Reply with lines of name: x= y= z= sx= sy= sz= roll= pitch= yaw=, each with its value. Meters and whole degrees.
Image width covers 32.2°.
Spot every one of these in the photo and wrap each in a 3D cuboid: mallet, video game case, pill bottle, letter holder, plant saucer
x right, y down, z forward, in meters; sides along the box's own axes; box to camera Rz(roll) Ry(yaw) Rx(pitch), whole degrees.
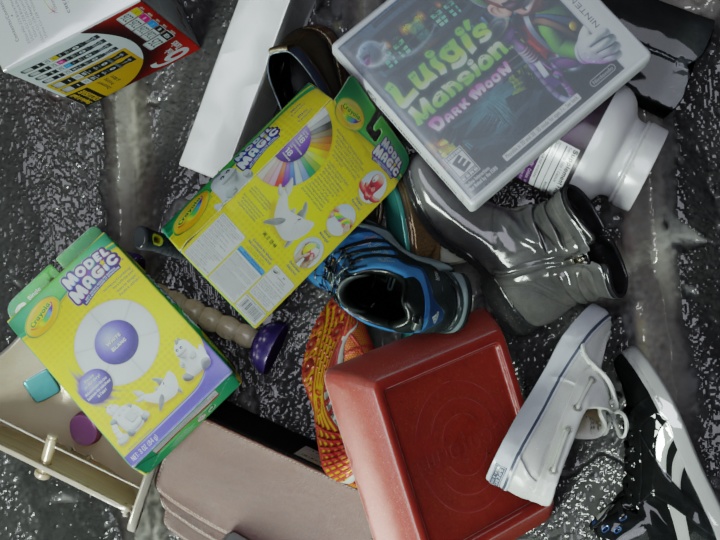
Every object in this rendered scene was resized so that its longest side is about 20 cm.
mallet: x=-0.126 y=-0.001 z=1.084 sx=0.041 sy=0.199 sz=0.067 roll=-6 pitch=85 yaw=31
video game case: x=0.107 y=-0.179 z=1.028 sx=0.199 sy=0.023 sz=0.182 roll=-39 pitch=78 yaw=-7
pill bottle: x=0.161 y=-0.131 z=1.084 sx=0.198 sy=0.112 sz=0.113 roll=27 pitch=92 yaw=8
letter holder: x=-0.084 y=0.221 z=1.118 sx=0.198 sy=0.101 sz=0.144 roll=23 pitch=94 yaw=8
plant saucer: x=0.080 y=0.150 z=1.055 sx=0.037 sy=0.198 sz=0.203 roll=-15 pitch=92 yaw=51

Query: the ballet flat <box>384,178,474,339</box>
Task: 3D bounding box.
ballet flat: x=0.066 y=0.016 z=1.124 sx=0.071 sy=0.068 sz=0.203 roll=-6 pitch=88 yaw=-12

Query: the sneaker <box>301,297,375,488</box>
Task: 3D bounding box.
sneaker: x=-0.004 y=0.108 z=1.102 sx=0.073 sy=0.077 sz=0.202 roll=-39 pitch=43 yaw=35

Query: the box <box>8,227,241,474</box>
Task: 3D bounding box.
box: x=-0.210 y=0.060 z=1.071 sx=0.117 sy=0.048 sz=0.200 roll=-44 pitch=72 yaw=-8

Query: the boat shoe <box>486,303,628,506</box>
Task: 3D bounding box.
boat shoe: x=0.187 y=0.117 z=1.054 sx=0.085 sy=0.075 sz=0.202 roll=28 pitch=51 yaw=13

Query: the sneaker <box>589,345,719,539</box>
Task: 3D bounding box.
sneaker: x=0.239 y=0.177 z=1.084 sx=0.111 sy=0.073 sz=0.202 roll=-25 pitch=87 yaw=5

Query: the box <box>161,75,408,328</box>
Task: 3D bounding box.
box: x=-0.056 y=-0.063 z=1.037 sx=0.200 sy=0.118 sz=0.048 roll=-43 pitch=42 yaw=-4

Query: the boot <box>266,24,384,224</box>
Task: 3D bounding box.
boot: x=-0.037 y=-0.115 z=1.107 sx=0.074 sy=0.097 sz=0.202 roll=-15 pitch=98 yaw=22

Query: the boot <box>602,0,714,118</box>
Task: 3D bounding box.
boot: x=0.221 y=-0.250 z=1.101 sx=0.198 sy=0.066 sz=0.166 roll=27 pitch=101 yaw=11

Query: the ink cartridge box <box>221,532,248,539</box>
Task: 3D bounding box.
ink cartridge box: x=-0.095 y=0.350 z=1.079 sx=0.144 sy=0.083 sz=0.202 roll=27 pitch=122 yaw=8

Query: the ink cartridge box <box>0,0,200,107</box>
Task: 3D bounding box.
ink cartridge box: x=-0.256 y=-0.213 z=1.102 sx=0.174 sy=0.200 sz=0.085 roll=-25 pitch=86 yaw=6

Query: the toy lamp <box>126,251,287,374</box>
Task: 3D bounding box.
toy lamp: x=-0.167 y=0.034 z=1.156 sx=0.198 sy=0.058 sz=0.059 roll=25 pitch=92 yaw=8

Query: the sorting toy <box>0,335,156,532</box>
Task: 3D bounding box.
sorting toy: x=-0.243 y=0.105 z=1.130 sx=0.198 sy=0.107 sz=0.182 roll=23 pitch=97 yaw=11

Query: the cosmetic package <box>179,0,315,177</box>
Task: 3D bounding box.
cosmetic package: x=-0.101 y=-0.179 z=1.139 sx=0.050 sy=0.083 sz=0.202 roll=21 pitch=91 yaw=8

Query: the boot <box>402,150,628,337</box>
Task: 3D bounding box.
boot: x=0.136 y=-0.046 z=1.071 sx=0.200 sy=0.070 sz=0.131 roll=49 pitch=136 yaw=-9

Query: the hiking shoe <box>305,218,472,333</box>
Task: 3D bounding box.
hiking shoe: x=0.000 y=0.000 z=1.068 sx=0.199 sy=0.086 sz=0.075 roll=19 pitch=106 yaw=38
